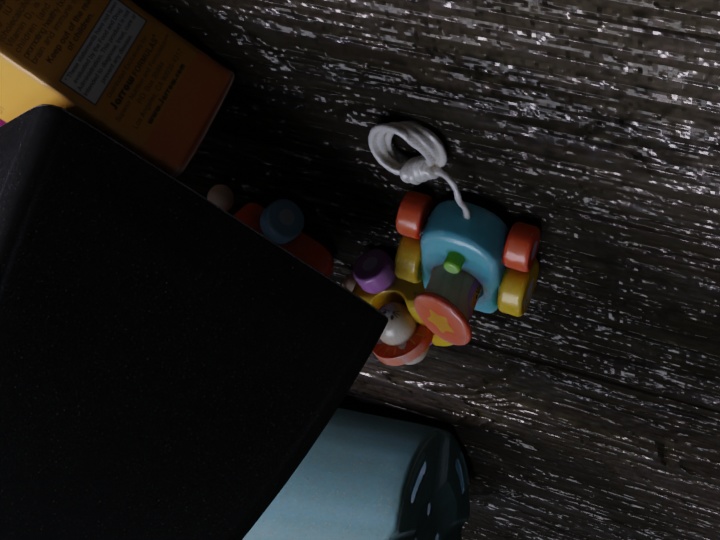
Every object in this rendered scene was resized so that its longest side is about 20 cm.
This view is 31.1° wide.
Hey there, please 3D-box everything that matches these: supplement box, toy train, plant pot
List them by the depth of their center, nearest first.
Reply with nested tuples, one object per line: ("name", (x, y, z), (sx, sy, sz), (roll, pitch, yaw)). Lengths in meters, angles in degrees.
("supplement box", (-0.161, -0.114, 0.592), (0.199, 0.069, 0.066), (33, 154, -18))
("plant pot", (-0.141, 0.060, 0.636), (0.199, 0.179, 0.199), (34, 158, -27))
("toy train", (0.000, 0.000, 0.667), (0.150, 0.056, 0.200), (35, 152, -19))
("plant pot", (-0.038, 0.174, 0.880), (0.194, 0.202, 0.201), (4, 147, 23))

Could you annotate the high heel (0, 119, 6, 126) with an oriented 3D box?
("high heel", (-0.249, -0.085, 0.720), (0.198, 0.068, 0.096), (2, 158, 13))
